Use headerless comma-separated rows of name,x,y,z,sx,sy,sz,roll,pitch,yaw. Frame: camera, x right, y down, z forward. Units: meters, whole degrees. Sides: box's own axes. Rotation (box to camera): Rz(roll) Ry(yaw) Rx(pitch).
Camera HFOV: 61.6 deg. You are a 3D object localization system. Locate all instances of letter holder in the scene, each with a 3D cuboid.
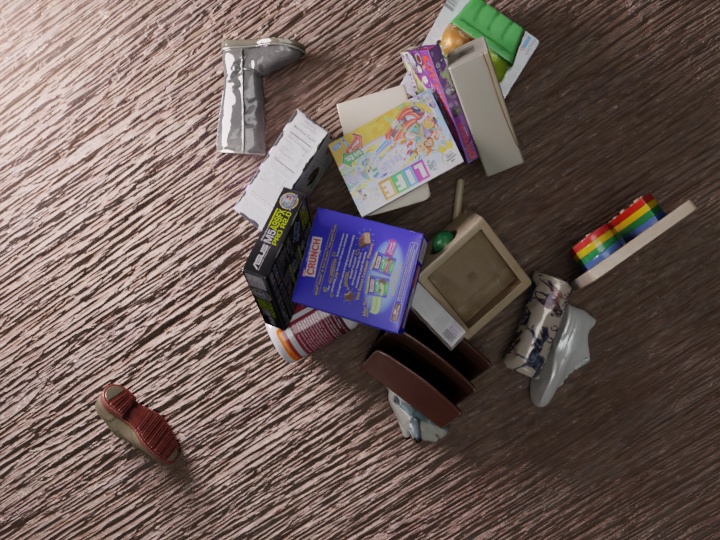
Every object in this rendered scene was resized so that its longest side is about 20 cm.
letter holder,0.123,0.172,1.113,0.198,0.101,0.143,37,141,-2

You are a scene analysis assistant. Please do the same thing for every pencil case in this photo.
pencil case,0.332,0.105,1.142,0.076,0.090,0.205,17,98,-11

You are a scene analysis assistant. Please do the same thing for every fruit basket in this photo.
fruit basket,0.197,-0.377,1.104,0.182,0.094,0.203,31,112,-1

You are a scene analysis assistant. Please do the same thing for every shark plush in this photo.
shark plush,0.095,0.248,1.194,0.082,0.091,0.203,-27,74,-14

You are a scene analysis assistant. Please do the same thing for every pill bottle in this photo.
pill bottle,-0.073,0.079,1.137,0.196,0.113,0.115,-29,95,5

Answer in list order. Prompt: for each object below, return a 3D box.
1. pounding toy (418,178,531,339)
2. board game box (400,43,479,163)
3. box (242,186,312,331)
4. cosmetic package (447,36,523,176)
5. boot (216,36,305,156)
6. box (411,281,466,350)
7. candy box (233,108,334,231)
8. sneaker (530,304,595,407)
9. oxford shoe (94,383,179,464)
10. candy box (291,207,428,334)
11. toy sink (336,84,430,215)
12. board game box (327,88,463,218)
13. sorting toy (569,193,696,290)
pounding toy,0.192,-0.027,1.120,0.183,0.142,0.201,-40,104,6
board game box,0.138,-0.291,1.056,0.032,0.120,0.204,-31,114,-13
box,-0.128,-0.013,1.022,0.043,0.202,0.163,16,64,12
cosmetic package,0.215,-0.281,1.041,0.071,0.105,0.203,-19,119,18
boot,-0.186,-0.317,1.118,0.176,0.072,0.207,1,90,16
box,0.105,0.054,1.065,0.041,0.039,0.200,-42,73,-7
candy box,-0.125,-0.170,1.082,0.071,0.168,0.202,34,95,3
sneaker,0.395,0.173,1.158,0.086,0.075,0.205,19,96,-12
oxford shoe,-0.447,0.316,1.210,0.074,0.071,0.201,-39,96,32
candy box,0.000,0.000,1.038,0.195,0.077,0.174,16,85,14
toy sink,0.044,-0.210,1.102,0.127,0.112,0.206,-15,91,4
board game box,0.060,-0.198,1.029,0.196,0.034,0.137,-28,91,3
sorting toy,0.457,-0.058,1.069,0.198,0.199,0.070,-36,79,5
